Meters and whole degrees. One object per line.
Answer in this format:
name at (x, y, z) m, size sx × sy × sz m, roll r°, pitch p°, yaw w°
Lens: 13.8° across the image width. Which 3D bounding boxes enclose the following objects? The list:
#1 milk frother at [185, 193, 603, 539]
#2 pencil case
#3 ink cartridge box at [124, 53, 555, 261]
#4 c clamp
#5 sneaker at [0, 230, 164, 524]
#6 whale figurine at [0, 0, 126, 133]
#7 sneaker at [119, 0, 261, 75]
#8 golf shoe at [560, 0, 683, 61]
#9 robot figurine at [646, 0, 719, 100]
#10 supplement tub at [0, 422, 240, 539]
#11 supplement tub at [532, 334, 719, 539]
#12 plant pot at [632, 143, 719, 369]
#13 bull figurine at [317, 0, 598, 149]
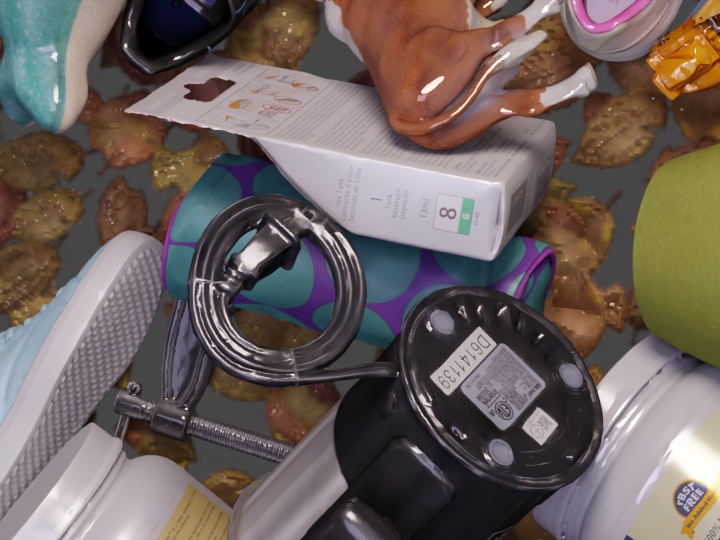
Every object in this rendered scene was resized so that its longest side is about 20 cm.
milk frother at (-0.017, 0.079, 1.506) m, size 0.200 × 0.180 × 0.188 m, roll 56°, pitch 135°, yaw 15°
pencil case at (0.000, 0.000, 1.586) m, size 0.200 × 0.092 × 0.085 m, roll 17°, pitch 67°, yaw 13°
ink cartridge box at (-0.008, -0.061, 1.553) m, size 0.200 × 0.161 × 0.050 m, roll 10°, pitch 106°, yaw 11°
c clamp at (-0.042, 0.077, 1.652) m, size 0.200 × 0.027 × 0.171 m, roll 11°, pitch 93°, yaw 12°
sneaker at (-0.187, 0.053, 1.654) m, size 0.082 × 0.074 × 0.200 m, roll 35°, pitch 93°, yaw 23°
whale figurine at (-0.172, -0.176, 1.581) m, size 0.104 × 0.159 × 0.200 m, roll 10°, pitch 94°, yaw -26°
sneaker at (-0.057, -0.179, 1.569) m, size 0.070 × 0.078 × 0.200 m, roll 37°, pitch 121°, yaw -6°
golf shoe at (0.158, -0.202, 1.541) m, size 0.075 × 0.092 × 0.200 m, roll 20°, pitch 99°, yaw 11°
robot figurine at (0.255, -0.126, 1.527) m, size 0.200 × 0.058 × 0.145 m, roll -35°, pitch 103°, yaw 25°
supplement tub at (-0.105, 0.191, 1.597) m, size 0.200 × 0.145 × 0.145 m, roll 39°, pitch 103°, yaw -7°
supplement tub at (0.204, 0.136, 1.532) m, size 0.200 × 0.145 × 0.145 m, roll 34°, pitch 102°, yaw 20°
plant pot at (0.244, -0.003, 1.475) m, size 0.200 × 0.187 × 0.187 m, roll 4°, pitch 98°, yaw 30°
bull figurine at (0.042, -0.130, 1.551) m, size 0.121 × 0.200 × 0.065 m, roll -21°, pitch 128°, yaw -1°
